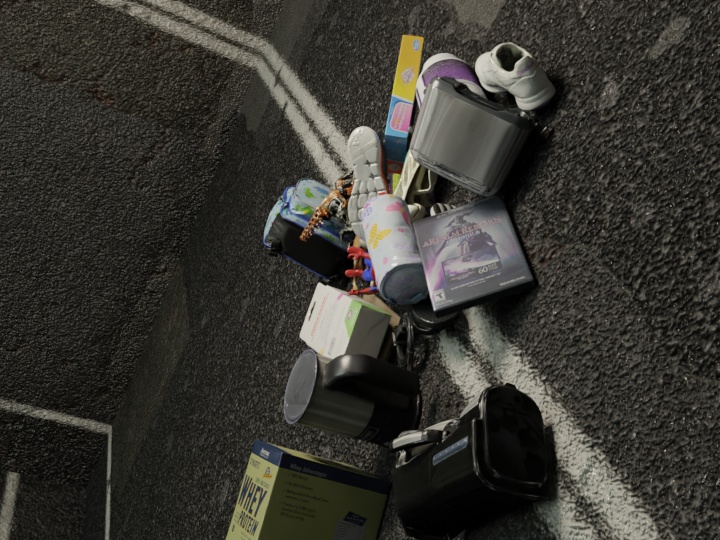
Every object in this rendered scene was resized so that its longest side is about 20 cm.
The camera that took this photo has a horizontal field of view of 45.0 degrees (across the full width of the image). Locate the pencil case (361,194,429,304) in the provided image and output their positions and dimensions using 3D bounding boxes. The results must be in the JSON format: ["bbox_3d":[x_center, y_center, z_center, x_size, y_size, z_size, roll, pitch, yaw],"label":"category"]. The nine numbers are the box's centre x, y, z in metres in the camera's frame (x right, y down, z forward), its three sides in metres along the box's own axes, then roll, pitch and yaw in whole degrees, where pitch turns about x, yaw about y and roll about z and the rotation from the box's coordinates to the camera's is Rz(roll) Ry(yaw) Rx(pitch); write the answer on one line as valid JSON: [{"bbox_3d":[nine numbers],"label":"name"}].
[{"bbox_3d":[0.057,-0.036,1.377,0.083,0.090,0.201,-46,35,25],"label":"pencil case"}]

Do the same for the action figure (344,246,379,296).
[{"bbox_3d":[0.000,0.000,1.473,0.200,0.098,0.066,-160,72,-65],"label":"action figure"}]

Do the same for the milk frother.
[{"bbox_3d":[-0.003,0.156,1.379,0.181,0.187,0.201,-56,27,31],"label":"milk frother"}]

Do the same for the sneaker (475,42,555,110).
[{"bbox_3d":[0.226,-0.315,1.323,0.075,0.100,0.200,-38,31,0],"label":"sneaker"}]

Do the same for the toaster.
[{"bbox_3d":[0.170,-0.198,1.303,0.130,0.199,0.114,-67,-12,20],"label":"toaster"}]

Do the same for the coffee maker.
[{"bbox_3d":[0.141,0.262,1.075,0.200,0.134,0.193,-43,58,51],"label":"coffee maker"}]

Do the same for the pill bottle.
[{"bbox_3d":[0.152,-0.290,1.461,0.112,0.111,0.201,-58,21,29],"label":"pill bottle"}]

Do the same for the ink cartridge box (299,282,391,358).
[{"bbox_3d":[-0.031,0.100,1.536,0.200,0.067,0.118,26,97,63],"label":"ink cartridge box"}]

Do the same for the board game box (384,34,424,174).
[{"bbox_3d":[0.079,-0.298,1.578,0.153,0.040,0.202,87,-167,-71],"label":"board game box"}]

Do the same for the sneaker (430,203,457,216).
[{"bbox_3d":[0.136,-0.006,1.359,0.201,0.075,0.116,-94,20,-51],"label":"sneaker"}]

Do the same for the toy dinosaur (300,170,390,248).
[{"bbox_3d":[-0.025,-0.117,1.690,0.200,0.102,0.136,-44,61,24],"label":"toy dinosaur"}]

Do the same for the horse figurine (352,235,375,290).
[{"bbox_3d":[0.023,-0.039,1.604,0.200,0.049,0.134,136,137,-64],"label":"horse figurine"}]

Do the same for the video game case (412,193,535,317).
[{"bbox_3d":[0.158,-0.026,1.252,0.142,0.019,0.201,-18,41,8],"label":"video game case"}]

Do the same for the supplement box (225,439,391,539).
[{"bbox_3d":[-0.087,0.397,1.370,0.134,0.199,0.201,-3,68,65],"label":"supplement box"}]

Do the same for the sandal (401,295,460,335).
[{"bbox_3d":[0.107,0.067,1.369,0.200,0.075,0.048,-132,35,-74],"label":"sandal"}]

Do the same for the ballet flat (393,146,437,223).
[{"bbox_3d":[0.090,-0.127,1.489,0.062,0.067,0.202,14,89,38],"label":"ballet flat"}]

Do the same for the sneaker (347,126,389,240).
[{"bbox_3d":[0.026,-0.153,1.533,0.082,0.076,0.202,-26,-62,-66],"label":"sneaker"}]

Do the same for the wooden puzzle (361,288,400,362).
[{"bbox_3d":[-0.001,0.141,1.573,0.187,0.046,0.200,-68,22,9],"label":"wooden puzzle"}]

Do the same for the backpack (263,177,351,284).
[{"bbox_3d":[-0.097,-0.100,1.816,0.148,0.182,0.200,-58,16,21],"label":"backpack"}]

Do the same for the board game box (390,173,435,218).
[{"bbox_3d":[0.094,-0.131,1.589,0.120,0.032,0.201,130,149,-50],"label":"board game box"}]
